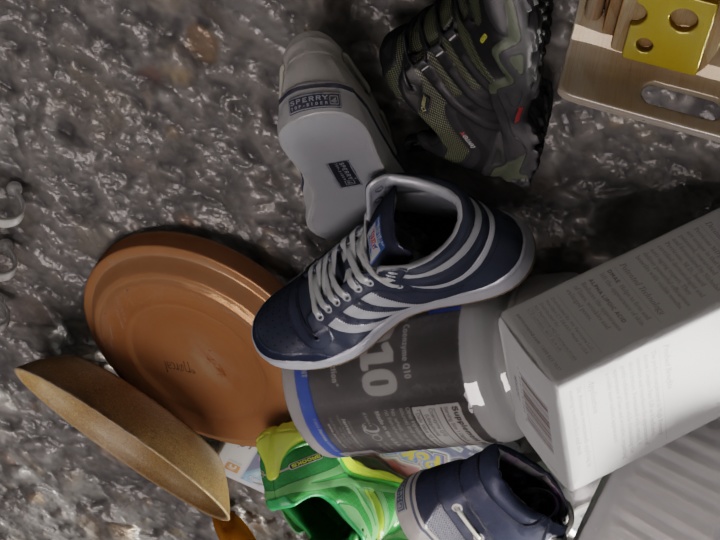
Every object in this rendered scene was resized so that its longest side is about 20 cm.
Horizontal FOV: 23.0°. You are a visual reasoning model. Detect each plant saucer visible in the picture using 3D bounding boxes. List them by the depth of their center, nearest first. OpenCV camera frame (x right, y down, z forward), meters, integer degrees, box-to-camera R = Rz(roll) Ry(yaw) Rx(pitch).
[{"bbox_3d":[-0.114,0.058,1.285,0.199,0.032,0.201,17,137,17],"label":"plant saucer"},{"bbox_3d":[-0.173,0.120,1.349,0.199,0.036,0.200,32,165,10],"label":"plant saucer"}]

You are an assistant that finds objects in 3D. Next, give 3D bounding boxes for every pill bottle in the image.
[{"bbox_3d":[0.057,0.061,1.175,0.198,0.114,0.114,-9,132,30],"label":"pill bottle"}]

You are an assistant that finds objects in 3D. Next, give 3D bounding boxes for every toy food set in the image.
[{"bbox_3d":[0.188,-0.149,0.928,0.142,0.061,0.201,15,139,6],"label":"toy food set"}]

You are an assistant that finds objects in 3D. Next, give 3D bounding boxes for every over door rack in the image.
[{"bbox_3d":[-0.347,-0.022,1.273,0.198,0.067,0.148,4,142,-14],"label":"over door rack"}]

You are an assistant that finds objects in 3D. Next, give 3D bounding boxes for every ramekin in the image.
[{"bbox_3d":[0.207,0.144,1.152,0.094,0.203,0.203,27,141,8],"label":"ramekin"}]

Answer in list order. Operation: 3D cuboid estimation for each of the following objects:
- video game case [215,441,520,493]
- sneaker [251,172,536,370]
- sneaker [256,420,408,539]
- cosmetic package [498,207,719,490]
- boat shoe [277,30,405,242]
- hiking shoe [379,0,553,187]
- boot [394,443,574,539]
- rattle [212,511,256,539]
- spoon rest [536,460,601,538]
[{"bbox_3d":[-0.001,0.144,1.363,0.199,0.023,0.183,25,140,-6],"label":"video game case"},{"bbox_3d":[0.000,0.000,1.095,0.199,0.071,0.108,-22,157,21],"label":"sneaker"},{"bbox_3d":[-0.013,0.182,1.314,0.074,0.084,0.200,-17,143,34],"label":"sneaker"},{"bbox_3d":[0.188,0.037,1.047,0.199,0.074,0.102,-25,136,-12],"label":"cosmetic package"},{"bbox_3d":[-0.013,-0.078,1.085,0.071,0.066,0.200,-10,157,11],"label":"boat shoe"},{"bbox_3d":[0.056,-0.125,0.998,0.100,0.076,0.201,6,139,11],"label":"hiking shoe"},{"bbox_3d":[0.119,0.193,1.221,0.090,0.073,0.200,-26,130,34],"label":"boot"},{"bbox_3d":[-0.005,0.238,1.454,0.199,0.144,0.130,-24,161,29],"label":"rattle"},{"bbox_3d":[0.127,0.178,1.308,0.199,0.061,0.099,-26,136,15],"label":"spoon rest"}]
